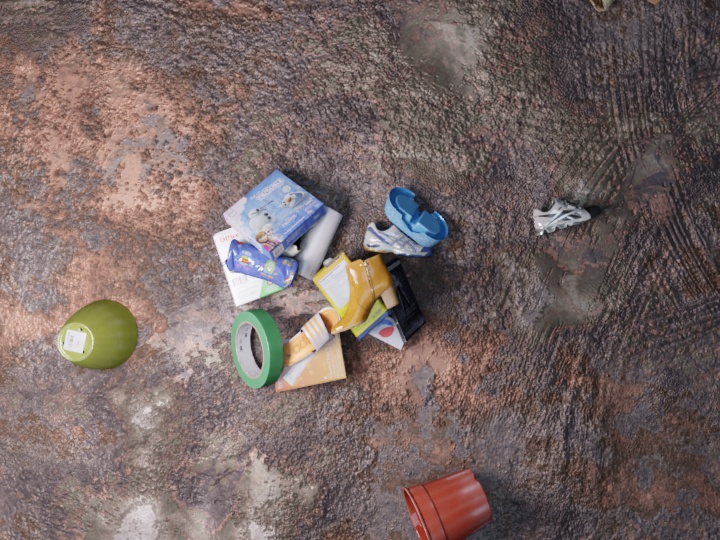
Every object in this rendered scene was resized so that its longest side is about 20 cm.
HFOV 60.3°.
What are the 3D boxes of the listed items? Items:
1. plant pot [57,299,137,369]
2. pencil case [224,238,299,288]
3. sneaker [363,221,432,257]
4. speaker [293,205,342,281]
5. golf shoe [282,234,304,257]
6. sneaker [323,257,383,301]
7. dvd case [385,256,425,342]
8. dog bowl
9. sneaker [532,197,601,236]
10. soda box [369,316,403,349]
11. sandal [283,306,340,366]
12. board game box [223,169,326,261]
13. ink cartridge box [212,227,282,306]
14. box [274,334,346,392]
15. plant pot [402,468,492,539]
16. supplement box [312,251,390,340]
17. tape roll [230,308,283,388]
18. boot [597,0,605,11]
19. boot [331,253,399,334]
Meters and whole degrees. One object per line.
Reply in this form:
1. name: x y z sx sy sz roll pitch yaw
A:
1. plant pot: -0.706 0.178 1.622 0.181 0.200 0.194 0 90 -2
2. pencil case: -0.259 -0.014 1.616 0.194 0.078 0.089 17 81 -5
3. sneaker: 0.107 -0.085 1.717 0.193 0.075 0.091 8 89 -3
4. speaker: -0.123 -0.079 1.705 0.079 0.081 0.205 24 89 -2
5. golf shoe: -0.172 -0.129 1.677 0.077 0.096 0.206 23 67 -42
6. sneaker: 0.000 0.000 1.721 0.198 0.074 0.117 36 80 -4
7. dvd case: 0.108 0.076 1.685 0.016 0.148 0.205 -21 95 31
8. dog bowl: 0.149 -0.143 1.707 0.198 0.050 0.112 38 44 -3
9. sneaker: 0.577 -0.166 1.735 0.194 0.074 0.091 -15 92 -3
10. soda box: 0.038 0.144 1.719 0.196 0.064 0.070 27 89 -2
11. sandal: -0.133 0.183 1.607 0.206 0.059 0.080 -42 92 6
12. board game box: -0.226 -0.150 1.629 0.197 0.044 0.200 35 67 29
13. ink cartridge box: -0.301 -0.022 1.695 0.142 0.084 0.206 -18 90 -3
14. box: -0.142 0.244 1.695 0.194 0.097 0.128 -11 90 -2
15. plant pot: 0.239 0.646 1.671 0.190 0.201 0.206 -20 91 -10
16. supplement box: -0.025 0.064 1.625 0.108 0.110 0.202 -38 96 -1
17. tape roll: -0.277 0.207 1.647 0.047 0.198 0.207 -9 90 -40
18. boot: 0.740 -0.785 1.745 0.200 0.072 0.155 43 88 4
19. boot: -0.011 0.056 1.544 0.197 0.071 0.147 -27 89 -5
